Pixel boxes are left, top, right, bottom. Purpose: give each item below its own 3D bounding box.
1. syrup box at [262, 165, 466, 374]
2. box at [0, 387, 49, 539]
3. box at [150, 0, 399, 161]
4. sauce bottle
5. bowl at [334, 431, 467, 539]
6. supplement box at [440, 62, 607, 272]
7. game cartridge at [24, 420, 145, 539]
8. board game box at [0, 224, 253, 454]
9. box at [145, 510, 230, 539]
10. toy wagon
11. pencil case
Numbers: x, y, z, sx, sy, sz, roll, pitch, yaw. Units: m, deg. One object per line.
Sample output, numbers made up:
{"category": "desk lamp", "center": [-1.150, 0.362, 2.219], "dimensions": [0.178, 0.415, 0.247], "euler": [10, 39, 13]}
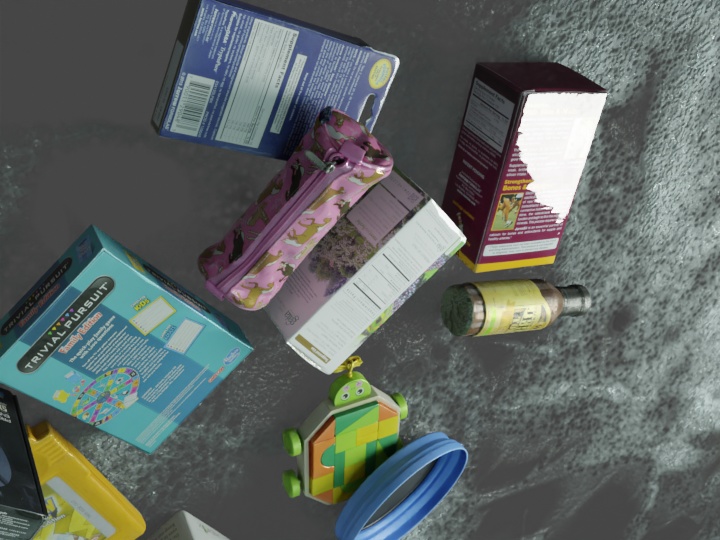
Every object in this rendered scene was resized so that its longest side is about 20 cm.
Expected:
{"category": "syrup box", "center": [0.000, 0.000, 0.871], "dimensions": [0.200, 0.079, 0.081], "euler": [-45, 134, 3]}
{"category": "box", "center": [-0.369, 0.147, 0.681], "dimensions": [0.086, 0.164, 0.200], "euler": [-50, 132, 8]}
{"category": "box", "center": [-0.070, -0.158, 0.749], "dimensions": [0.199, 0.032, 0.122], "euler": [8, 117, -35]}
{"category": "sauce bottle", "center": [0.193, 0.041, 1.032], "dimensions": [0.199, 0.065, 0.065], "euler": [-4, 123, -30]}
{"category": "bowl", "center": [0.051, 0.284, 1.091], "dimensions": [0.200, 0.039, 0.201], "euler": [-33, 150, -22]}
{"category": "supplement box", "center": [0.162, -0.107, 0.894], "dimensions": [0.110, 0.086, 0.201], "euler": [-7, 124, -28]}
{"category": "game cartridge", "center": [-0.340, 0.257, 0.866], "dimensions": [0.176, 0.032, 0.200], "euler": [-34, 134, -8]}
{"category": "board game box", "center": [-0.221, 0.071, 0.802], "dimensions": [0.151, 0.047, 0.200], "euler": [-45, 133, 3]}
{"category": "box", "center": [-0.195, 0.428, 0.981], "dimensions": [0.199, 0.171, 0.200], "euler": [-41, 133, -1]}
{"category": "toy wagon", "center": [-0.016, 0.192, 1.021], "dimensions": [0.154, 0.040, 0.201], "euler": [-15, 127, -24]}
{"category": "pencil case", "center": [-0.061, -0.050, 0.767], "dimensions": [0.086, 0.083, 0.200], "euler": [17, 126, -44]}
